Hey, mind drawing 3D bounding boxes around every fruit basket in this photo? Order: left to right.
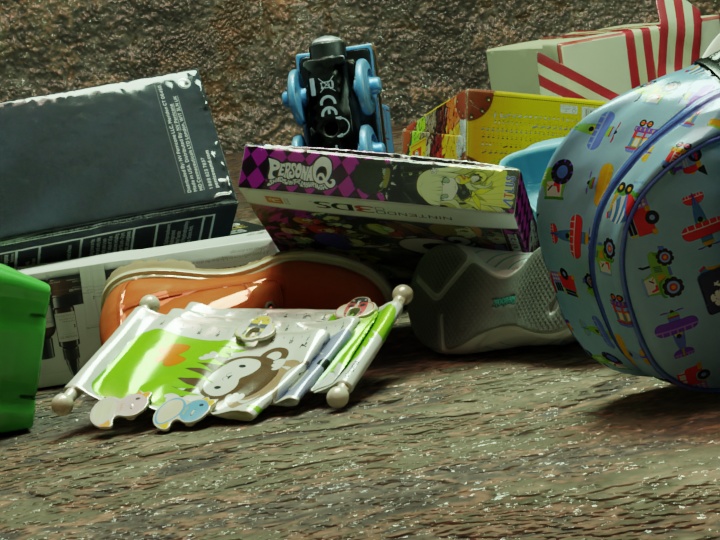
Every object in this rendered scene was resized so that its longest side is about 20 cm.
[{"bbox_3d":[-0.314,0.047,1.513,0.214,0.157,0.216,8,2,0],"label":"fruit basket"}]

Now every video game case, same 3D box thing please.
[{"bbox_3d":[0.027,-0.027,1.561,0.180,0.036,0.200,6,-17,12],"label":"video game case"}]

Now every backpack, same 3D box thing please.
[{"bbox_3d":[0.201,-0.022,1.237,0.199,0.184,0.135,-24,26,-8],"label":"backpack"}]

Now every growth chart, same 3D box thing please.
[{"bbox_3d":[-0.078,0.053,1.443,0.198,0.018,0.145,-1,31,19],"label":"growth chart"}]

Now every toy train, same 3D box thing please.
[{"bbox_3d":[-0.011,-0.090,1.950,0.086,0.202,0.114,-8,-4,12],"label":"toy train"}]

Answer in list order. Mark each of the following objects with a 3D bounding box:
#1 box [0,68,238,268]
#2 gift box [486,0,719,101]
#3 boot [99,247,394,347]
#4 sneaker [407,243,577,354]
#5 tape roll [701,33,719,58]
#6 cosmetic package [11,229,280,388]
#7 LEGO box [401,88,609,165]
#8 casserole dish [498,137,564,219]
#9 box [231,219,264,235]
[{"bbox_3d":[-0.209,-0.039,1.759,0.197,0.124,0.200,-12,-24,-16],"label":"box"},{"bbox_3d":[0.217,-0.143,2.080,0.183,0.201,0.187,-17,11,-20],"label":"gift box"},{"bbox_3d":[-0.075,0.041,1.551,0.198,0.076,0.107,-5,25,4],"label":"boot"},{"bbox_3d":[0.105,0.022,1.482,0.080,0.071,0.200,10,-6,-36],"label":"sneaker"},{"bbox_3d":[0.296,-0.078,1.474,0.201,0.204,0.037,-10,-21,-9],"label":"tape roll"},{"bbox_3d":[-0.147,0.028,1.638,0.198,0.083,0.051,-9,9,5],"label":"cosmetic package"},{"bbox_3d":[0.148,-0.081,1.842,0.198,0.078,0.149,4,-10,-17],"label":"LEGO box"},{"bbox_3d":[0.170,-0.040,1.611,0.120,0.039,0.200,-11,25,-15],"label":"casserole dish"},{"bbox_3d":[-0.177,0.001,2.000,0.199,0.050,0.158,-11,7,-14],"label":"box"}]
